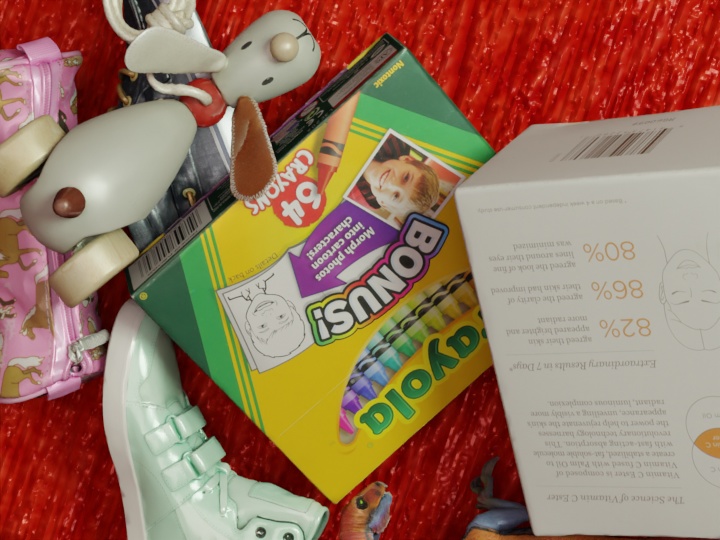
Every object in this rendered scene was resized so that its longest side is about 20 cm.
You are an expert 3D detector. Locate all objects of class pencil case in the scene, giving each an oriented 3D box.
[{"bbox_3d":[-0.187,-0.028,1.069,0.086,0.083,0.201,-5,95,14],"label":"pencil case"}]

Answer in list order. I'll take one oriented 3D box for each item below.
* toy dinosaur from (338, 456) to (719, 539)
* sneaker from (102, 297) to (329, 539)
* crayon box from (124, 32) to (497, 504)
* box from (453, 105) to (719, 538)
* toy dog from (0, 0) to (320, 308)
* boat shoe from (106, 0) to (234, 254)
[{"bbox_3d":[0.087,0.145,1.036,0.181,0.200,0.105,3,72,-27],"label":"toy dinosaur"},{"bbox_3d":[-0.077,0.109,1.075,0.118,0.074,0.201,-6,99,13],"label":"sneaker"},{"bbox_3d":[0.000,0.000,1.053,0.200,0.058,0.173,-42,109,3],"label":"crayon box"},{"bbox_3d":[0.155,0.027,0.974,0.152,0.106,0.201,-3,112,30],"label":"box"},{"bbox_3d":[-0.109,-0.072,0.989,0.132,0.096,0.200,33,84,-10],"label":"toy dog"},{"bbox_3d":[-0.120,-0.096,1.083,0.091,0.071,0.201,-24,90,-1],"label":"boat shoe"}]
